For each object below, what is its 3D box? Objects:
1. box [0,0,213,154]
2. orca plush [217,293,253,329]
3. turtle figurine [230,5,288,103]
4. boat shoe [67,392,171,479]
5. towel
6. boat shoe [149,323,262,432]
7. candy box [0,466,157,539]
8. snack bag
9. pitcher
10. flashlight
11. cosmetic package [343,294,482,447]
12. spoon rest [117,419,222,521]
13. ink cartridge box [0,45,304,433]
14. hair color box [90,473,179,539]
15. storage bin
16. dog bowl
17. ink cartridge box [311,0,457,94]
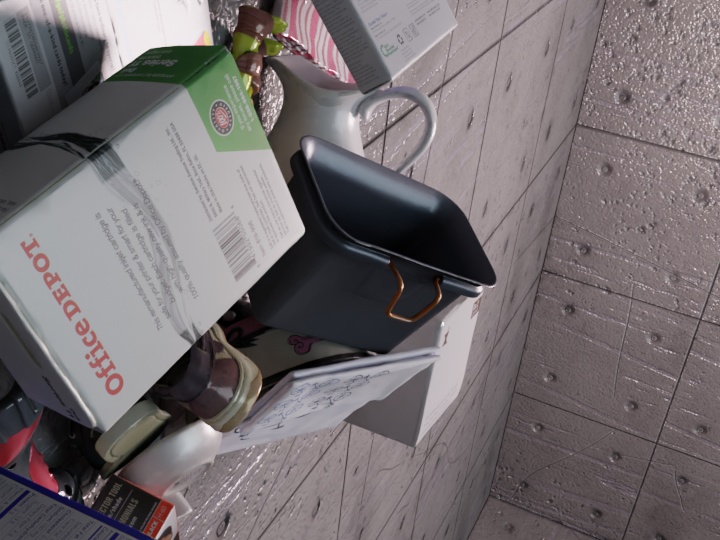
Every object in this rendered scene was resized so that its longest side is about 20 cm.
[{"bbox_3d":[-0.172,-0.154,0.603,0.200,0.041,0.156,-55,156,-38],"label":"box"},{"bbox_3d":[-0.101,0.058,0.948,0.105,0.071,0.200,-61,159,-28],"label":"orca plush"},{"bbox_3d":[-0.105,-0.125,0.762,0.200,0.064,0.162,79,23,-77],"label":"turtle figurine"},{"bbox_3d":[-0.201,0.118,0.730,0.074,0.066,0.199,-43,175,-15],"label":"boat shoe"},{"bbox_3d":[-0.025,-0.275,0.918,0.200,0.030,0.147,19,89,-71],"label":"towel"},{"bbox_3d":[-0.144,0.060,0.696,0.065,0.200,0.072,42,81,-34],"label":"boat shoe"},{"bbox_3d":[-0.216,0.202,0.562,0.077,0.200,0.169,-51,153,-46],"label":"candy box"},{"bbox_3d":[-0.043,0.132,0.882,0.188,0.021,0.200,-6,155,-43],"label":"snack bag"},{"bbox_3d":[-0.023,-0.090,0.874,0.121,0.171,0.200,-40,143,-66],"label":"pitcher"},{"bbox_3d":[-0.239,0.131,0.650,0.200,0.068,0.068,89,-13,-51],"label":"flashlight"},{"bbox_3d":[0.020,0.081,1.111,0.165,0.200,0.165,-32,137,-61],"label":"cosmetic package"},{"bbox_3d":[-0.174,0.177,0.815,0.099,0.061,0.200,-28,161,-29],"label":"spoon rest"},{"bbox_3d":[-0.143,-0.025,0.560,0.200,0.083,0.147,-47,133,-34],"label":"ink cartridge box"},{"bbox_3d":[-0.205,0.253,0.778,0.102,0.061,0.200,-61,175,-27],"label":"hair color box"},{"bbox_3d":[0.000,0.000,0.797,0.200,0.146,0.134,17,128,-39],"label":"storage bin"},{"bbox_3d":[-0.084,0.099,0.892,0.074,0.200,0.200,67,8,19],"label":"dog bowl"},{"bbox_3d":[0.004,-0.283,0.835,0.200,0.043,0.196,60,34,-14],"label":"ink cartridge box"}]
